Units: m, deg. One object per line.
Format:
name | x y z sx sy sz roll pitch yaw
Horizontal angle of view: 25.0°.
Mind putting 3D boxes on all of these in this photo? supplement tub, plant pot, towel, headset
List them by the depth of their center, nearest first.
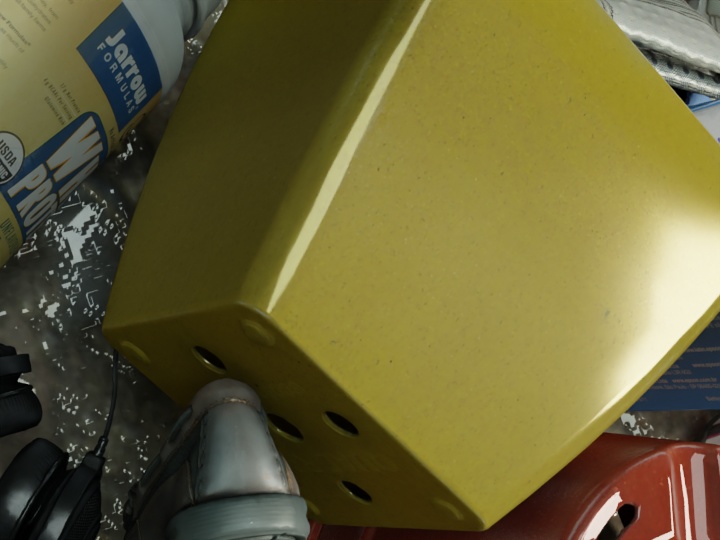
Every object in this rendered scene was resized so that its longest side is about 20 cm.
plant pot | 0.013 -0.005 0.667 0.200 0.199 0.177 45 63 -21
supplement tub | -0.168 -0.093 0.703 0.145 0.145 0.200 43 71 -6
plant pot | 0.095 0.151 0.705 0.199 0.195 0.203 3 81 -23
headset | -0.154 0.082 0.715 0.199 0.094 0.124 -34 89 0
towel | 0.074 -0.162 0.781 0.199 0.035 0.193 10 34 -33

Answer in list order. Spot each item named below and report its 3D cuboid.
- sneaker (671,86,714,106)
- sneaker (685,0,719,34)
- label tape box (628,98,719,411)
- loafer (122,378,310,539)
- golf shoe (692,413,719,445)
sneaker | 0.169 -0.056 0.841 0.199 0.090 0.075 29 71 -11
sneaker | 0.252 -0.094 0.873 0.198 0.099 0.079 20 73 -14
label tape box | 0.133 -0.027 0.772 0.066 0.143 0.201 -42 106 -26
loafer | -0.062 0.095 0.674 0.071 0.200 0.064 -4 74 -17
golf shoe | 0.220 0.086 0.816 0.077 0.088 0.202 23 92 -7
